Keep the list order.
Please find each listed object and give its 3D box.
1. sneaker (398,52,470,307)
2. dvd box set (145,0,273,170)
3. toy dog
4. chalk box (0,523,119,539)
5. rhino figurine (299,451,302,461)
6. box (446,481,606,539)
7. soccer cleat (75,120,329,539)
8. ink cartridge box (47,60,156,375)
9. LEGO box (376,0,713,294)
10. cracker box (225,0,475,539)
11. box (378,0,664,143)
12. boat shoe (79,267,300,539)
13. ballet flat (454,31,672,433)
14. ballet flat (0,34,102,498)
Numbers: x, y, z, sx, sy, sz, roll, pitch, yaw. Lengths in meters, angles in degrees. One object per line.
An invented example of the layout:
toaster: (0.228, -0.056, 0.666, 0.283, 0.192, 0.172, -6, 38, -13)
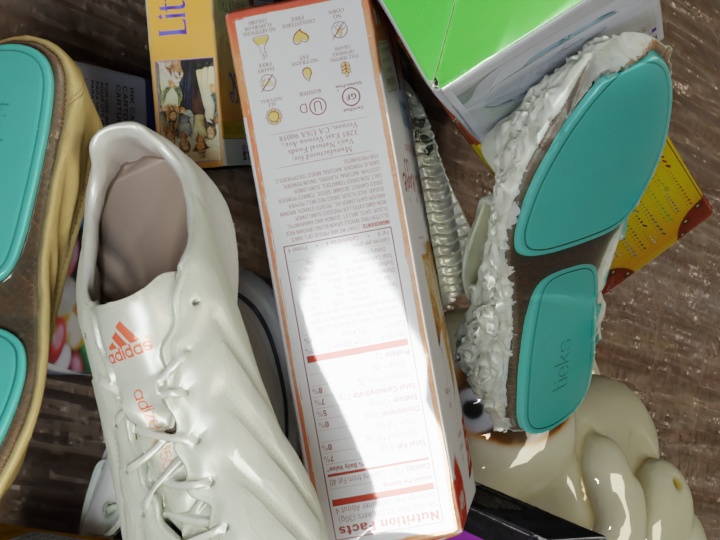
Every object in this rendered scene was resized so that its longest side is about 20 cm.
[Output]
sneaker: (0.003, -0.056, 1.062, 0.201, 0.069, 0.100, 78, -8, -54)
dvd box set: (-0.061, -0.141, 0.926, 0.146, 0.029, 0.202, -18, 104, -82)
toy dog: (0.087, 0.091, 1.148, 0.200, 0.139, 0.195, 41, 55, -51)
chalk box: (-0.129, 0.200, 0.795, 0.125, 0.123, 0.202, -16, 105, -58)
rhino figurine: (-0.036, 0.068, 1.001, 0.200, 0.060, 0.088, -46, 145, -28)
box: (0.044, 0.193, 0.974, 0.036, 0.143, 0.202, 1, 99, -30)
soccer cleat: (-0.060, 0.044, 0.758, 0.078, 0.069, 0.201, 55, 17, -59)
ink cartridge box: (-0.123, -0.021, 0.880, 0.200, 0.042, 0.121, 7, 85, -61)
LEGO box: (0.074, -0.097, 1.086, 0.149, 0.077, 0.200, 58, 7, 32)
cracker box: (0.000, 0.000, 0.887, 0.134, 0.057, 0.202, -18, 98, -85)
box: (0.027, -0.162, 0.886, 0.201, 0.096, 0.176, 61, 7, 8)
boat shoe: (-0.071, 0.100, 0.891, 0.067, 0.073, 0.202, -41, 144, -67)
ballet flat: (0.068, -0.020, 0.907, 0.072, 0.071, 0.201, -51, 159, -46)
ballet flat: (-0.125, 0.020, 0.785, 0.063, 0.068, 0.202, 53, 49, -64)
